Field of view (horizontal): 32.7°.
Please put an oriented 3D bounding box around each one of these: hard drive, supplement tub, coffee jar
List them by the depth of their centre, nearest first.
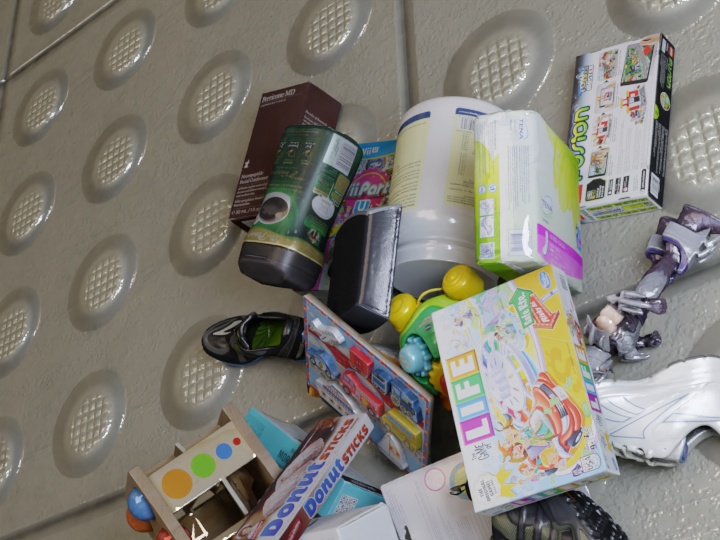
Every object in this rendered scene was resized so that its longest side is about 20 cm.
[{"bbox_3d":[0.000,0.000,1.352,0.200,0.042,0.136,151,126,-76],"label":"hard drive"},{"bbox_3d":[0.103,-0.077,1.383,0.145,0.145,0.201,-12,60,40],"label":"supplement tub"},{"bbox_3d":[-0.075,-0.075,1.506,0.104,0.085,0.201,8,74,44],"label":"coffee jar"}]

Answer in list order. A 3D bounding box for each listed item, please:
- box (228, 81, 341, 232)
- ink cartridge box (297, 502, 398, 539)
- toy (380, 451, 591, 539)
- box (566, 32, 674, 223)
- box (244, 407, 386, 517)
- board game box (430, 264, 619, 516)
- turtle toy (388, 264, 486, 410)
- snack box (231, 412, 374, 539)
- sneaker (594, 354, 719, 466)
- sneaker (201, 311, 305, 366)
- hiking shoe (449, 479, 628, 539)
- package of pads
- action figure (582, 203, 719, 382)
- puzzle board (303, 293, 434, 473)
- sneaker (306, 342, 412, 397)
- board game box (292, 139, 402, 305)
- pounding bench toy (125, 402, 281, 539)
[{"bbox_3d":[-0.102,-0.149,1.681,0.100,0.075,0.201,-7,61,42],"label":"box"},{"bbox_3d":[-0.045,0.338,1.279,0.200,0.084,0.146,-22,86,40],"label":"ink cartridge box"},{"bbox_3d":[0.132,0.235,1.237,0.199,0.047,0.116,-27,73,19],"label":"toy"},{"bbox_3d":[0.280,-0.154,1.337,0.110,0.035,0.201,-10,61,41],"label":"box"},{"bbox_3d":[-0.058,0.229,1.412,0.200,0.082,0.049,29,90,49],"label":"box"},{"bbox_3d":[0.149,0.111,1.141,0.134,0.034,0.201,-24,63,26],"label":"board game box"},{"bbox_3d":[0.122,0.076,1.265,0.200,0.146,0.101,-27,34,31],"label":"turtle toy"},{"bbox_3d":[-0.059,0.224,1.288,0.072,0.024,0.200,-13,26,38],"label":"snack box"},{"bbox_3d":[0.256,0.143,1.138,0.199,0.074,0.087,-19,63,18],"label":"sneaker"},{"bbox_3d":[-0.134,0.079,1.571,0.199,0.083,0.071,-4,64,43],"label":"sneaker"},{"bbox_3d":[0.176,0.250,1.160,0.200,0.076,0.101,48,110,28],"label":"hiking shoe"},{"bbox_3d":[0.171,-0.065,1.227,0.068,0.200,0.155,-5,78,22],"label":"package of pads"},{"bbox_3d":[0.272,0.030,1.176,0.069,0.130,0.200,34,76,14],"label":"action figure"},{"bbox_3d":[0.003,0.132,1.338,0.017,0.151,0.200,-31,52,-29],"label":"puzzle board"},{"bbox_3d":[0.009,0.121,1.423,0.200,0.078,0.078,6,85,49],"label":"sneaker"},{"bbox_3d":[0.007,-0.058,1.528,0.147,0.064,0.201,-1,66,43],"label":"board game box"},{"bbox_3d":[-0.185,0.272,1.409,0.156,0.200,0.124,-32,76,-23],"label":"pounding bench toy"}]
